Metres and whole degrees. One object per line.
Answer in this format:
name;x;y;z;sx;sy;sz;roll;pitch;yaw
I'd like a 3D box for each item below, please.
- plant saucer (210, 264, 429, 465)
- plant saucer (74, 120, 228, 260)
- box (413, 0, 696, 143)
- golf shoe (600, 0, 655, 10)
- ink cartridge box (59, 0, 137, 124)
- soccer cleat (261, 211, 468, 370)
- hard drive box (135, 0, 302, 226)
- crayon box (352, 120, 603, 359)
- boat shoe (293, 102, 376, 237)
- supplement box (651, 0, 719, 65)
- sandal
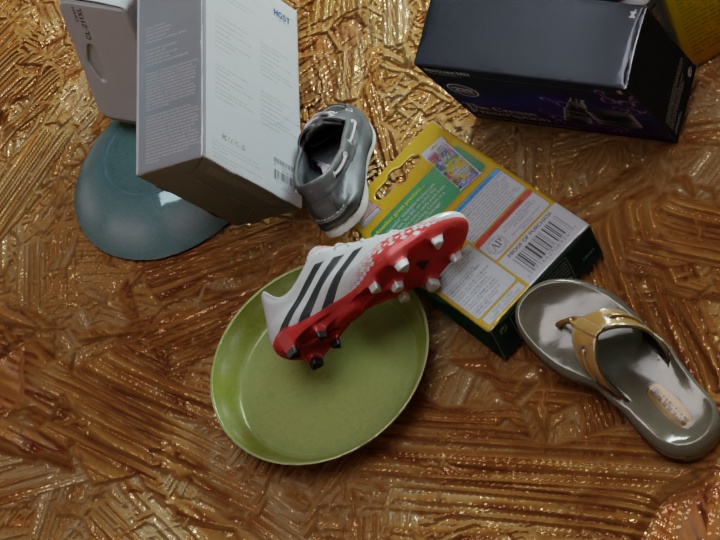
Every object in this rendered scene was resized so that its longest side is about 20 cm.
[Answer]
plant saucer;-0.031;0.082;1.766;0.198;0.031;0.201;-11;54;16
plant saucer;-0.187;-0.104;1.958;0.199;0.039;0.202;-12;53;16
box;0.167;-0.176;1.777;0.199;0.141;0.080;10;77;30
golf shoe;0.184;-0.230;1.822;0.073;0.092;0.200;-44;7;-21
ink cartridge box;-0.177;-0.252;1.958;0.082;0.146;0.200;13;50;31
soccer cleat;0.000;0.000;1.730;0.199;0.069;0.086;-37;55;16
hard drive box;-0.125;-0.161;1.853;0.076;0.156;0.202;-13;67;29
crayon box;0.093;-0.029;1.774;0.126;0.052;0.200;-45;52;-9
boat shoe;-0.027;-0.106;1.837;0.067;0.057;0.201;-31;29;17
supplement box;0.283;-0.291;1.773;0.109;0.200;0.109;-28;51;3
sandal;0.204;0.070;1.637;0.080;0.054;0.200;-43;62;-7
